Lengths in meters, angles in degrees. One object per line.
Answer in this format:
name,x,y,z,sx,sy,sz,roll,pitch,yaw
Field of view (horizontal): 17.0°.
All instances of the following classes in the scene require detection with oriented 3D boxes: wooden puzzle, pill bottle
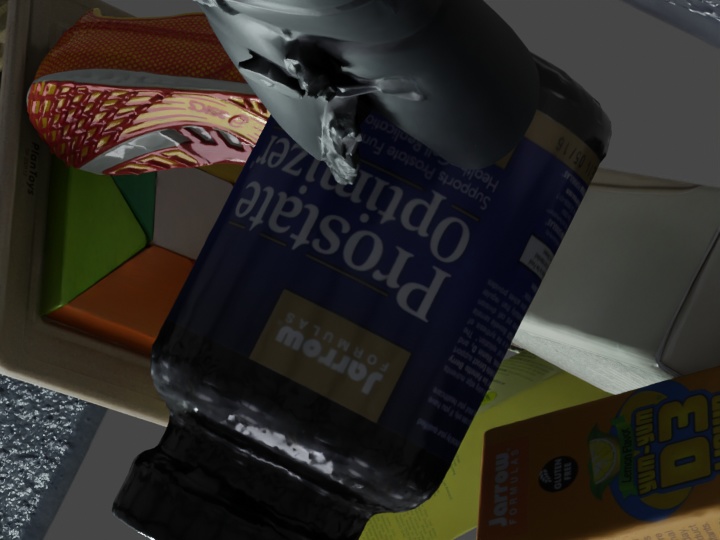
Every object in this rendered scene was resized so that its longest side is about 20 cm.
wooden puzzle,-0.078,-0.022,1.042,0.037,0.185,0.200,-20,148,38
pill bottle,-0.003,0.013,0.831,0.112,0.200,0.112,26,175,2

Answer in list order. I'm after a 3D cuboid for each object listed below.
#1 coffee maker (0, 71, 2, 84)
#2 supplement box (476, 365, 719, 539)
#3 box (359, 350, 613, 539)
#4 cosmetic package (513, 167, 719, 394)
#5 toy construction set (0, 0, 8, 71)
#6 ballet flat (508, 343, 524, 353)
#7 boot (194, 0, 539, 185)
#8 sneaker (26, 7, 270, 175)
coffee maker,-0.134,-0.073,1.225,0.192,0.135,0.200,-8,155,37
supplement box,0.140,0.073,0.825,0.200,0.067,0.069,-19,131,23
box,0.073,0.073,1.121,0.050,0.200,0.075,67,166,-10
cosmetic package,0.120,0.013,0.947,0.104,0.073,0.200,28,175,-24
toy construction set,-0.227,-0.120,1.120,0.200,0.131,0.092,22,129,34
ballet flat,0.076,0.007,1.248,0.200,0.068,0.075,26,-165,-20
boot,-0.054,-0.092,0.696,0.200,0.076,0.168,18,169,19
sneaker,-0.033,-0.073,0.962,0.200,0.077,0.073,12,138,12
